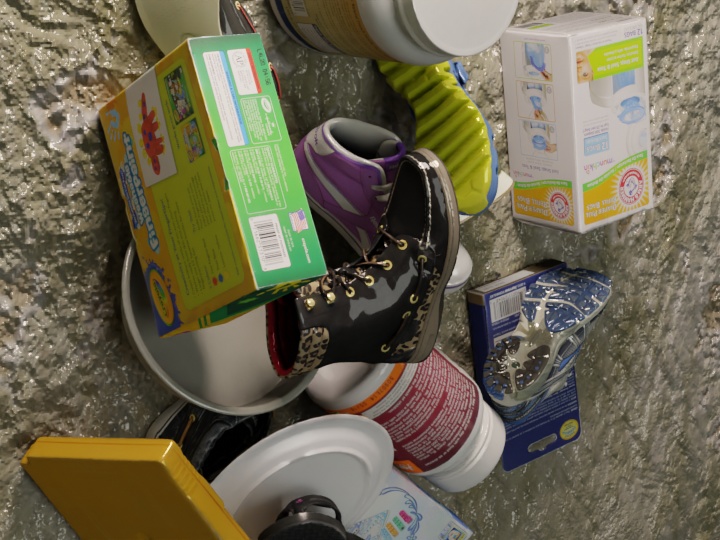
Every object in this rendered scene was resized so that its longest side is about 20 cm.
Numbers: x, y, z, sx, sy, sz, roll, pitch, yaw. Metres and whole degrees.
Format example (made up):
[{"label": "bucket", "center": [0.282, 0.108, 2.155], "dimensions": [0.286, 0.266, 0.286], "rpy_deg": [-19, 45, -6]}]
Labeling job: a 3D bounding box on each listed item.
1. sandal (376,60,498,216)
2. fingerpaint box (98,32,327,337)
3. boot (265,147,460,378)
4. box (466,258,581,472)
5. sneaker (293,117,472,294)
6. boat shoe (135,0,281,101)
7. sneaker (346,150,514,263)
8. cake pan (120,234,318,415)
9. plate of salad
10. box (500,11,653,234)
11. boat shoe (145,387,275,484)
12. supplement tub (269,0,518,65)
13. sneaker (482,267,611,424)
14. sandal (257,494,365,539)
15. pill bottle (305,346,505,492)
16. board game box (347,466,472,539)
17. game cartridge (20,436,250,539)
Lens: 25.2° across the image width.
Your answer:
[{"label": "sandal", "center": [0.084, -0.138, 1.496], "dimensions": [0.087, 0.079, 0.201], "rpy_deg": [28, 41, -57]}, {"label": "fingerpaint box", "center": [-0.121, -0.065, 1.290], "dimensions": [0.073, 0.167, 0.201], "rpy_deg": [-11, 81, -36]}, {"label": "boot", "center": [0.000, 0.000, 1.365], "dimensions": [0.150, 0.073, 0.201], "rpy_deg": [-10, 124, -31]}, {"label": "box", "center": [0.174, 0.100, 1.693], "dimensions": [0.121, 0.032, 0.201], "rpy_deg": [-19, 110, -34]}, {"label": "sneaker", "center": [0.031, -0.058, 1.437], "dimensions": [0.200, 0.114, 0.073], "rpy_deg": [35, 58, -10]}, {"label": "boat shoe", "center": [-0.131, -0.205, 1.363], "dimensions": [0.202, 0.073, 0.063], "rpy_deg": [63, 23, -18]}, {"label": "sneaker", "center": [0.051, -0.070, 1.543], "dimensions": [0.200, 0.067, 0.090], "rpy_deg": [-35, 105, -22]}, {"label": "cake pan", "center": [-0.120, 0.031, 1.388], "dimensions": [0.199, 0.037, 0.201], "rpy_deg": [13, 65, -29]}, {"label": "plate of salad", "center": [-0.063, 0.192, 1.418], "dimensions": [0.199, 0.048, 0.201], "rpy_deg": [-21, 141, -18]}, {"label": "box", "center": [0.219, -0.151, 1.627], "dimensions": [0.112, 0.101, 0.201], "rpy_deg": [-17, 111, -34]}, {"label": "boat shoe", "center": [-0.098, 0.112, 1.440], "dimensions": [0.200, 0.091, 0.071], "rpy_deg": [-50, 126, -18]}, {"label": "supplement tub", "center": [0.027, -0.252, 1.385], "dimensions": [0.144, 0.200, 0.145], "rpy_deg": [-10, 107, -36]}, {"label": "sneaker", "center": [0.189, 0.077, 1.643], "dimensions": [0.200, 0.077, 0.085], "rpy_deg": [-45, 145, -30]}, {"label": "sandal", "center": [-0.041, 0.227, 1.396], "dimensions": [0.200, 0.075, 0.048], "rpy_deg": [55, 21, -66]}, {"label": "pill bottle", "center": [0.046, 0.125, 1.545], "dimensions": [0.200, 0.114, 0.114], "rpy_deg": [42, 74, -37]}, {"label": "board game box", "center": [-0.021, 0.273, 1.542], "dimensions": [0.200, 0.043, 0.199], "rpy_deg": [-49, 128, -1]}, {"label": "game cartridge", "center": [-0.173, 0.212, 1.351], "dimensions": [0.200, 0.176, 0.032], "rpy_deg": [60, 45, -32]}]
